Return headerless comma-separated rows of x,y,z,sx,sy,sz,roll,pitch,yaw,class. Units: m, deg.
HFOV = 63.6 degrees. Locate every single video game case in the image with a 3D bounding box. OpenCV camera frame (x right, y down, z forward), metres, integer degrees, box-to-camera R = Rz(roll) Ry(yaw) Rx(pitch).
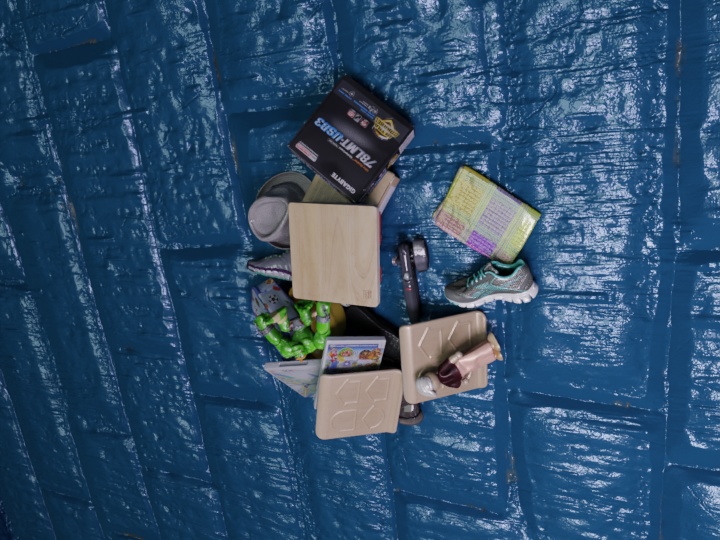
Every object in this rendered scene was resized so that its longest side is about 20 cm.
-0.026,0.238,1.340,0.139,0.018,0.204,2,121,-18,video game case
-0.118,0.276,1.471,0.178,0.023,0.200,-8,146,28,video game case

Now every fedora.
-0.195,-0.136,1.384,0.196,0.090,0.181,-19,93,32,fedora

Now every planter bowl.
-0.091,0.116,1.416,0.200,0.082,0.204,40,143,39,planter bowl

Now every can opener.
0.115,0.029,1.310,0.077,0.063,0.206,4,109,25,can opener

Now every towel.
0.258,-0.113,1.210,0.198,0.023,0.146,33,119,12,towel

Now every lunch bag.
-0.205,0.132,1.460,0.202,0.074,0.161,55,152,19,lunch bag

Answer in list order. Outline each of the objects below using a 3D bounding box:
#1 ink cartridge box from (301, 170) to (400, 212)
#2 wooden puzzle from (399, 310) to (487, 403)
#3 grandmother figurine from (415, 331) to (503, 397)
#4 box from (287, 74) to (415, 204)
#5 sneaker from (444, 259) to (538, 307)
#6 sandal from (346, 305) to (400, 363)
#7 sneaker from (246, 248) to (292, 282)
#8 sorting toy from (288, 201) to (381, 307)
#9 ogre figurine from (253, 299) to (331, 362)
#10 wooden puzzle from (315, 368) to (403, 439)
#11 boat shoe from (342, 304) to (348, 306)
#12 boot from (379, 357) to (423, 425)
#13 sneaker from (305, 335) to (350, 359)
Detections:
-0.031,-0.157,1.277,0.163,0.075,0.203,32,100,11,ink cartridge box
0.185,0.190,1.304,0.194,0.046,0.190,-9,108,-9,wooden puzzle
0.209,0.213,1.254,0.196,0.061,0.123,-27,124,-1,grandmother figurine
-0.019,-0.271,1.212,0.199,0.050,0.200,40,87,13,box
0.266,0.018,1.212,0.195,0.078,0.093,-8,126,21,sneaker
0.053,0.148,1.392,0.200,0.048,0.076,44,131,7,sandal
-0.194,-0.022,1.460,0.195,0.074,0.090,12,89,21,sneaker
-0.045,-0.041,1.212,0.194,0.069,0.206,5,106,21,sorting toy
-0.138,0.134,1.311,0.196,0.099,0.122,-23,111,7,ogre figurine
-0.004,0.304,1.351,0.194,0.047,0.190,0,119,-12,wooden puzzle
0.000,0.000,1.354,0.062,0.070,0.205,23,116,18,boat shoe
0.062,0.285,1.410,0.195,0.069,0.178,-3,117,27,boot
-0.077,0.227,1.473,0.198,0.077,0.074,-30,92,30,sneaker
